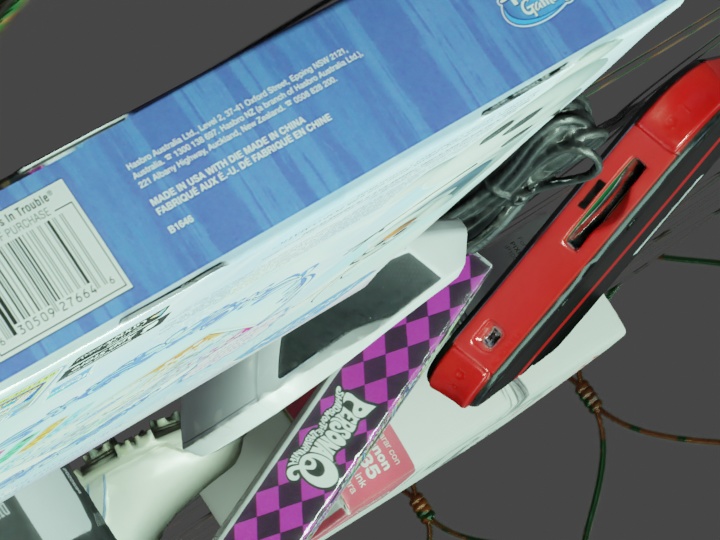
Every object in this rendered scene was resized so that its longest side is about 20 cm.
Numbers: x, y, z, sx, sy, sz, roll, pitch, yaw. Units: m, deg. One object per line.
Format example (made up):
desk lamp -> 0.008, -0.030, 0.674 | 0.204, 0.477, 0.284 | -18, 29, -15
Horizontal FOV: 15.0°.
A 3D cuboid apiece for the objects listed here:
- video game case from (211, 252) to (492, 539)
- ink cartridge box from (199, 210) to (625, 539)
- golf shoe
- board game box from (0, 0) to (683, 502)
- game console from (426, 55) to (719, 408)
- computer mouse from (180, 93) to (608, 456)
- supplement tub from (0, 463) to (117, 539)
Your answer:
video game case -> -0.018, 0.082, 1.223 | 0.200, 0.036, 0.181 | -55, 179, -10
ink cartridge box -> 0.022, 0.066, 1.439 | 0.200, 0.083, 0.147 | -30, 173, -29
golf shoe -> -0.118, 0.137, 1.197 | 0.200, 0.097, 0.078 | -36, 172, 13
board game box -> -0.047, 0.000, 0.655 | 0.200, 0.043, 0.199 | -30, 173, -30
game console -> 0.118, -0.024, 1.286 | 0.200, 0.031, 0.177 | -51, 172, 21
computer mouse -> 0.000, 0.000, 0.963 | 0.110, 0.044, 0.200 | -32, -177, 43
supplement tub -> -0.100, 0.155, 0.900 | 0.107, 0.200, 0.107 | -34, 175, -4
